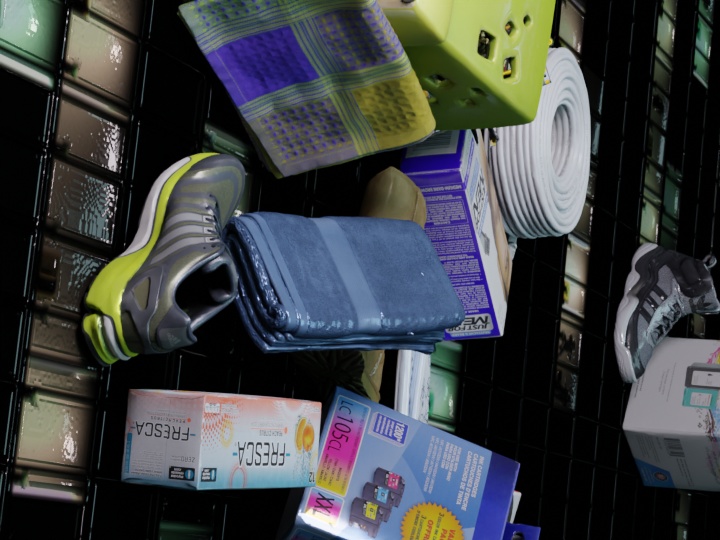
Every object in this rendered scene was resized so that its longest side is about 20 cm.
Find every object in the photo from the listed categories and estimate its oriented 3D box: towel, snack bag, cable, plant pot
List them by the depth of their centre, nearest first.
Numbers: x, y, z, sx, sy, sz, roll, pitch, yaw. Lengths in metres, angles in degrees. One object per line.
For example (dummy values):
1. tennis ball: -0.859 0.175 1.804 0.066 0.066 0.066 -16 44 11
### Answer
1. towel: -0.037 -0.147 1.504 0.200 0.143 0.023 62 22 -48
2. towel: -0.017 0.010 1.566 0.199 0.049 0.112 0 58 -43
3. plant pot: 0.028 -0.231 1.591 0.181 0.199 0.200 29 66 -58
4. snack bag: 0.046 0.125 1.813 0.200 0.021 0.190 15 80 -84
5. cable: 0.183 -0.133 2.110 0.200 0.069 0.201 -59 144 -48

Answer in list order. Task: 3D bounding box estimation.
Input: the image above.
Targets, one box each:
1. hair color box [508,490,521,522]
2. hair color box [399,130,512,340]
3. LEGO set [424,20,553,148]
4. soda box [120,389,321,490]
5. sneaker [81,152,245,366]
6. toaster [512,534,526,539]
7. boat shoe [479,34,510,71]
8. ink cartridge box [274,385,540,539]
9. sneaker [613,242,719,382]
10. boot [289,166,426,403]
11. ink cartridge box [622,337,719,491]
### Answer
1. hair color box: 0.077 0.286 1.872 0.101 0.061 0.201 25 81 -65
2. hair color box: 0.090 -0.045 1.891 0.110 0.064 0.201 -78 159 -48
3. LEGO set: 0.067 -0.181 1.747 0.115 0.200 0.155 -19 99 -22
4. soda box: -0.097 0.124 1.491 0.200 0.063 0.069 13 81 -66
5. sneaker: -0.115 -0.007 1.413 0.200 0.080 0.074 -65 148 -42
6. toaster: 0.141 0.300 1.755 0.180 0.200 0.119 29 78 -31
7. boat shoe: 0.110 -0.248 1.921 0.063 0.073 0.203 -52 144 -65
8. ink cartridge box: 0.043 0.198 1.645 0.076 0.199 0.137 125 -14 -51
9. sneaker: 0.384 0.052 2.542 0.076 0.113 0.201 63 37 -48
10. boot: 0.000 0.000 1.712 0.175 0.066 0.201 76 26 -60
11. ink cartridge box: 0.458 0.187 2.621 0.147 0.199 0.147 64 36 -49
